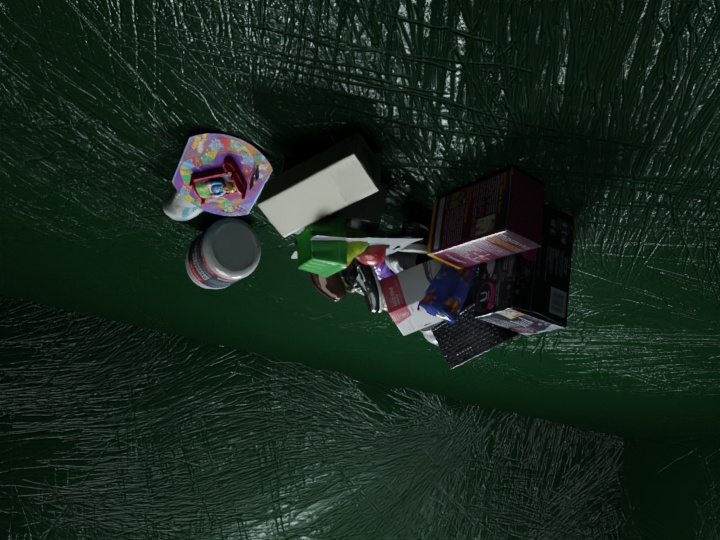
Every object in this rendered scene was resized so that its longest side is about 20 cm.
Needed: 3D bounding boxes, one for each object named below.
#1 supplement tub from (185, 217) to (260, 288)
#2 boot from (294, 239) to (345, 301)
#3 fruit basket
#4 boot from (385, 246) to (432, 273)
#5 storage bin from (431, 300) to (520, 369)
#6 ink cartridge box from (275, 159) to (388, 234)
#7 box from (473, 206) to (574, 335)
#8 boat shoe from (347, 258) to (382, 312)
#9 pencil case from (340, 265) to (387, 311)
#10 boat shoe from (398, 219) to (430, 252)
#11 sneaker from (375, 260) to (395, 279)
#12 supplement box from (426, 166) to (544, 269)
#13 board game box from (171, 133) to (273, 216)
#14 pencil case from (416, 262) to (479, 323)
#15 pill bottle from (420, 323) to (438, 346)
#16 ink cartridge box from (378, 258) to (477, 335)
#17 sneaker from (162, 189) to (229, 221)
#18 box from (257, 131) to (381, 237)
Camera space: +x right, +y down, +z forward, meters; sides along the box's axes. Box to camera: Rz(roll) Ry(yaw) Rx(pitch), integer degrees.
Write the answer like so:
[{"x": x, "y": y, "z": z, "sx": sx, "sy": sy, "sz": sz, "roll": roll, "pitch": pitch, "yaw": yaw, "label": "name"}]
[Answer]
[{"x": -0.332, "y": -0.035, "z": 1.462, "sx": 0.138, "sy": 0.144, "sz": 0.199, "roll": 20, "pitch": 159, "yaw": -27, "label": "supplement tub"}, {"x": -0.057, "y": -0.014, "z": 1.369, "sx": 0.188, "sy": 0.064, "sz": 0.199, "roll": 51, "pitch": 154, "yaw": -13, "label": "boot"}, {"x": -0.012, "y": -0.047, "z": 1.096, "sx": 0.195, "sy": 0.097, "sz": 0.185, "roll": -7, "pitch": 174, "yaw": -20, "label": "fruit basket"}, {"x": 0.140, "y": 0.008, "z": 1.396, "sx": 0.094, "sy": 0.075, "sz": 0.199, "roll": 16, "pitch": 169, "yaw": 41, "label": "boot"}, {"x": 0.251, "y": 0.111, "z": 1.235, "sx": 0.133, "sy": 0.096, "sz": 0.200, "roll": -18, "pitch": 165, "yaw": -34, "label": "storage bin"}, {"x": -0.058, "y": -0.118, "z": 1.153, "sx": 0.194, "sy": 0.085, "sz": 0.146, "roll": 13, "pitch": 161, "yaw": -3, "label": "ink cartridge box"}, {"x": 0.294, "y": -0.002, "z": 1.100, "sx": 0.129, "sy": 0.205, "sz": 0.114, "roll": 18, "pitch": 161, "yaw": -22, "label": "box"}, {"x": 0.000, "y": 0.000, "z": 1.279, "sx": 0.059, "sy": 0.205, "sz": 0.075, "roll": -18, "pitch": -163, "yaw": -15, "label": "boat shoe"}, {"x": 0.033, "y": 0.039, "z": 1.547, "sx": 0.077, "sy": 0.091, "sz": 0.199, "roll": 35, "pitch": -179, "yaw": 40, "label": "pencil case"}, {"x": 0.116, "y": -0.066, "z": 1.234, "sx": 0.072, "sy": 0.062, "sz": 0.199, "roll": 3, "pitch": -179, "yaw": 18, "label": "boat shoe"}, {"x": 0.023, "y": -0.042, "z": 1.381, "sx": 0.082, "sy": 0.082, "sz": 0.200, "roll": -31, "pitch": 140, "yaw": 8, "label": "sneaker"}, {"x": 0.212, "y": -0.084, "z": 1.055, "sx": 0.084, "sy": 0.113, "sz": 0.198, "roll": 20, "pitch": 160, "yaw": -29, "label": "supplement box"}, {"x": -0.256, "y": -0.157, "z": 1.113, "sx": 0.155, "sy": 0.040, "sz": 0.200, "roll": 20, "pitch": 137, "yaw": -22, "label": "board game box"}, {"x": 0.184, "y": 0.005, "z": 1.197, "sx": 0.077, "sy": 0.204, "sz": 0.087, "roll": 30, "pitch": 168, "yaw": -15, "label": "pencil case"}, {"x": 0.243, "y": 0.164, "z": 1.752, "sx": 0.110, "sy": 0.115, "sz": 0.198, "roll": -5, "pitch": 155, "yaw": 40, "label": "pill bottle"}, {"x": 0.155, "y": 0.047, "z": 1.314, "sx": 0.196, "sy": 0.086, "sz": 0.146, "roll": -23, "pitch": 150, "yaw": 7, "label": "ink cartridge box"}, {"x": -0.337, "y": -0.159, "z": 1.229, "sx": 0.196, "sy": 0.078, "sz": 0.080, "roll": -13, "pitch": 145, "yaw": 36, "label": "sneaker"}, {"x": -0.067, "y": -0.137, "z": 1.001, "sx": 0.196, "sy": 0.069, "sz": 0.083, "roll": -22, "pitch": 126, "yaw": 24, "label": "box"}]
